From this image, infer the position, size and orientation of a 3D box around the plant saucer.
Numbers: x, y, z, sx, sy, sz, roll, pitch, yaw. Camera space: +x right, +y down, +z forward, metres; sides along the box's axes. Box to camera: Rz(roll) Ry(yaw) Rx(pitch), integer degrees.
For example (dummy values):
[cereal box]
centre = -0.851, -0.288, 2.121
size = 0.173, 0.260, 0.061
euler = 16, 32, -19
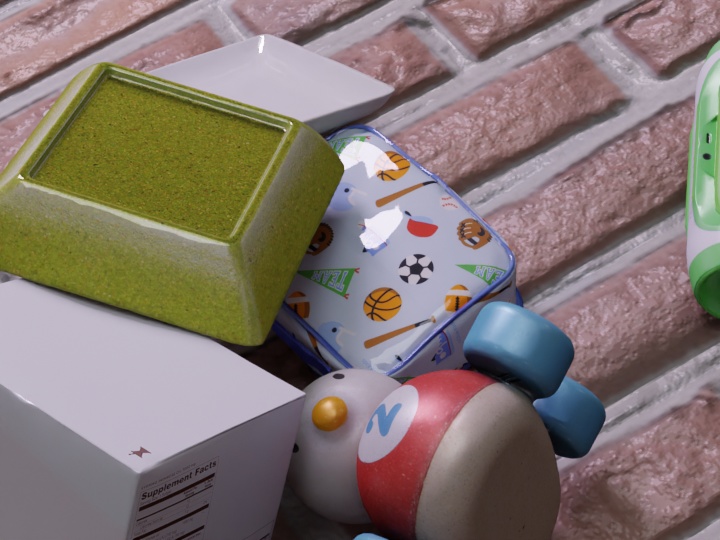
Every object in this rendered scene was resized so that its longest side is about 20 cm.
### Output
[plant saucer]
centre = -0.124, -0.058, 1.032
size = 0.199, 0.048, 0.200
euler = 17, 40, 5

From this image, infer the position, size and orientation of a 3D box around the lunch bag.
[lunch bag]
centre = 0.000, 0.000, 1.130
size = 0.160, 0.076, 0.200
euler = -40, 57, -14

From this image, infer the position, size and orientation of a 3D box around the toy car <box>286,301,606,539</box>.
[toy car]
centre = 0.011, 0.107, 0.989
size = 0.200, 0.177, 0.185
euler = 21, 72, 29

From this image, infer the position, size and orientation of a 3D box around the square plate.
[square plate]
centre = -0.105, -0.114, 1.208
size = 0.200, 0.029, 0.198
euler = -24, 30, -24

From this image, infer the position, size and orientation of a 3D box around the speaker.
[speaker]
centre = 0.265, -0.065, 1.114
size = 0.088, 0.089, 0.201
euler = 2, 55, 13

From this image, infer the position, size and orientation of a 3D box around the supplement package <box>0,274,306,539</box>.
[supplement package]
centre = -0.164, 0.134, 0.961
size = 0.191, 0.201, 0.147
euler = 29, 28, 27
